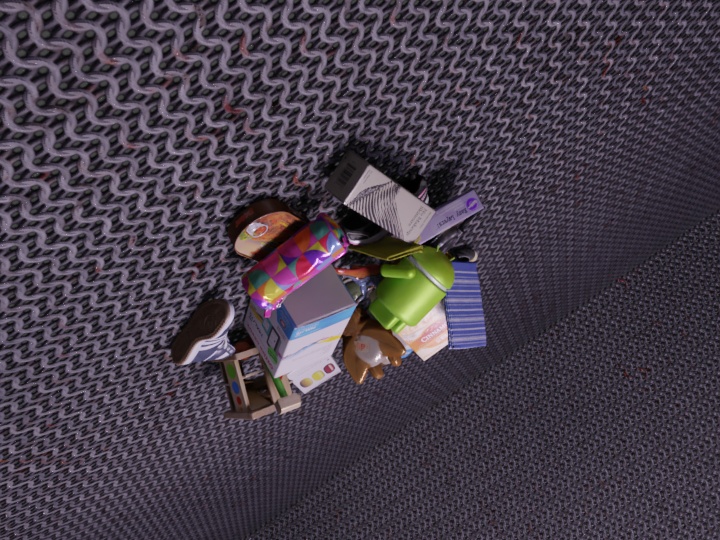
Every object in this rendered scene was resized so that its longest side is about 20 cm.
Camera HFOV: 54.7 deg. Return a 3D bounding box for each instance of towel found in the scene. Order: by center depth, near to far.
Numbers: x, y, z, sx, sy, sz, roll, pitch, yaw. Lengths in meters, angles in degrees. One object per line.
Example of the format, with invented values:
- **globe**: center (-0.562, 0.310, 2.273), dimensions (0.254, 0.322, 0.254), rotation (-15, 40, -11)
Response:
- **towel**: center (0.025, -0.046, 1.312), dimensions (0.086, 0.200, 0.018), rotation (-20, 111, -30)
- **towel**: center (0.230, 0.075, 1.573), dimensions (0.024, 0.201, 0.145), rotation (-12, 171, 42)

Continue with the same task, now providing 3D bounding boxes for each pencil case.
- **pencil case**: center (-0.112, -0.011, 1.204), dimensions (0.200, 0.089, 0.088), rotation (-40, 157, 13)

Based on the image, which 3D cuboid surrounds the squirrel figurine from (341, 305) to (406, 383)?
- **squirrel figurine**: center (0.021, 0.157, 1.662), dimensions (0.141, 0.200, 0.187), rotation (-43, 170, 12)

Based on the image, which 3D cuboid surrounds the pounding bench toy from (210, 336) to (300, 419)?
- **pounding bench toy**: center (-0.206, 0.217, 1.463), dimensions (0.124, 0.157, 0.200), rotation (-15, -178, -39)

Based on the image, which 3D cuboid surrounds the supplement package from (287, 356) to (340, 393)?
- **supplement package**: center (-0.132, 0.200, 1.651), dimensions (0.114, 0.110, 0.200), rotation (-32, 157, -4)

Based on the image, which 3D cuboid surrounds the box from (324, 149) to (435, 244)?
- **box**: center (0.036, -0.123, 1.201), dimensions (0.200, 0.068, 0.082), rotation (25, 102, -45)

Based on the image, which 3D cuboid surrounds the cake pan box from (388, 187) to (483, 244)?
- **cake pan box**: center (0.138, -0.092, 1.430), dimensions (0.184, 0.052, 0.200), rotation (-28, -179, -12)

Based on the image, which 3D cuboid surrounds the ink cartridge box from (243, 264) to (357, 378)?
- **ink cartridge box**: center (-0.125, 0.088, 1.390), dimensions (0.146, 0.147, 0.200), rotation (-20, 153, -31)

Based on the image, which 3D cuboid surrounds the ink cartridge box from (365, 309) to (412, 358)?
- **ink cartridge box**: center (0.124, 0.108, 1.762), dimensions (0.200, 0.146, 0.084), rotation (-44, 156, 23)

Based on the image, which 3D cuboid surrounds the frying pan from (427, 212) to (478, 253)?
- **frying pan**: center (0.195, -0.065, 1.542), dimensions (0.190, 0.031, 0.115), rotation (-25, 158, -48)

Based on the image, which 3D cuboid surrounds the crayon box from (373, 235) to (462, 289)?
- **crayon box**: center (0.133, 0.015, 1.637), dimensions (0.200, 0.052, 0.126), rotation (-40, 121, 16)

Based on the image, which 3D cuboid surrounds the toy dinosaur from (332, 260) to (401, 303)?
- **toy dinosaur**: center (0.000, 0.000, 1.482), dimensions (0.200, 0.105, 0.181), rotation (-51, 146, -2)

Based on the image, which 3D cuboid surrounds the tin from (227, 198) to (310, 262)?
- **tin**: center (-0.150, -0.063, 1.200), dimensions (0.112, 0.042, 0.200), rotation (-42, 157, 9)

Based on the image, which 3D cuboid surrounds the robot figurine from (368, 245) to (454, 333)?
- **robot figurine**: center (0.111, 0.034, 1.435), dimensions (0.200, 0.116, 0.175), rotation (-48, 146, 8)

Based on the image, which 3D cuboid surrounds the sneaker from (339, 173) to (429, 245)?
- **sneaker**: center (0.044, -0.127, 1.307), dimensions (0.200, 0.080, 0.087), rotation (-32, 147, -25)

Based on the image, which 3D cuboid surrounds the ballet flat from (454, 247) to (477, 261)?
- **ballet flat**: center (0.232, -0.017, 1.774), dimensions (0.200, 0.057, 0.067), rotation (-12, 150, -42)

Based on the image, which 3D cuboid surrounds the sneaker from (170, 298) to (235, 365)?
- **sneaker**: center (-0.274, 0.116, 1.344), dimensions (0.108, 0.070, 0.200), rotation (2, 145, -47)

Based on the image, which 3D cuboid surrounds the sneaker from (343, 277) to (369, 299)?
- **sneaker**: center (-0.052, 0.088, 1.560), dimensions (0.200, 0.090, 0.067), rotation (-25, 155, -21)

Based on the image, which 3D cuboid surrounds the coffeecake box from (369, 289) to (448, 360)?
- **coffeecake box**: center (0.143, 0.089, 1.608), dimensions (0.153, 0.073, 0.200), rotation (-37, 118, 14)
